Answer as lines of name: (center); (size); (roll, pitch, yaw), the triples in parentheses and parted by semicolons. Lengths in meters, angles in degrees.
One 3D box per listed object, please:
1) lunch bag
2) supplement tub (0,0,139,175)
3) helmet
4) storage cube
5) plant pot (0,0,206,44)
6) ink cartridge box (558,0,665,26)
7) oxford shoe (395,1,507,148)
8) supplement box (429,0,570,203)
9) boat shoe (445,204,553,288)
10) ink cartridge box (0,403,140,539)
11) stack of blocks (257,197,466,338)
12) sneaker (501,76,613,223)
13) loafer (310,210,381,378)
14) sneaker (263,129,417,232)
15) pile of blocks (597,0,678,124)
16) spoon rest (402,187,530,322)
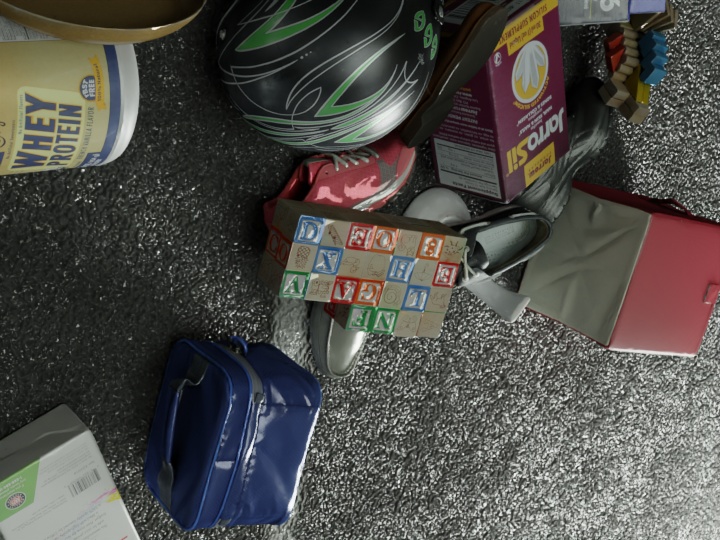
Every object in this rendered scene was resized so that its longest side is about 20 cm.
lunch bag: (-0.139, 0.161, 1.178); (0.132, 0.136, 0.200); (4, 106, -39)
supplement tub: (-0.295, -0.148, 0.919); (0.200, 0.144, 0.145); (-11, 115, -35)
helmet: (-0.031, -0.205, 1.075); (0.200, 0.200, 0.191); (45, 69, -41)
storage cube: (0.334, -0.002, 1.455); (0.180, 0.171, 0.200); (8, 104, -39)
plant pot: (-0.223, -0.230, 0.914); (0.200, 0.200, 0.028); (-9, 134, -35)
ink cartridge box: (0.251, -0.370, 1.264); (0.200, 0.047, 0.198); (-5, 114, -4)
oxford shoe: (0.075, -0.204, 1.142); (0.071, 0.071, 0.200); (-31, 168, -40)
supplement box: (0.145, -0.195, 1.250); (0.131, 0.103, 0.200); (-40, 134, -33)
boat shoe: (0.127, -0.022, 1.301); (0.200, 0.060, 0.076); (-30, 113, -21)
ink cartridge box: (-0.296, 0.248, 1.138); (0.117, 0.067, 0.200); (-31, 124, -25)
stack of blocks: (0.000, 0.000, 1.183); (0.200, 0.059, 0.115); (7, 106, -31)
sneaker: (0.232, -0.150, 1.382); (0.091, 0.076, 0.200); (31, 84, -32)
loafer: (-0.008, 0.030, 1.268); (0.070, 0.070, 0.200); (-4, 111, -37)
sneaker: (-0.020, -0.095, 1.204); (0.200, 0.074, 0.087); (-45, 128, -14)
pile of blocks: (0.321, -0.277, 1.352); (0.062, 0.082, 0.200); (6, 83, -38)
spoon rest: (0.119, -0.016, 1.368); (0.200, 0.061, 0.099); (45, 78, -27)
